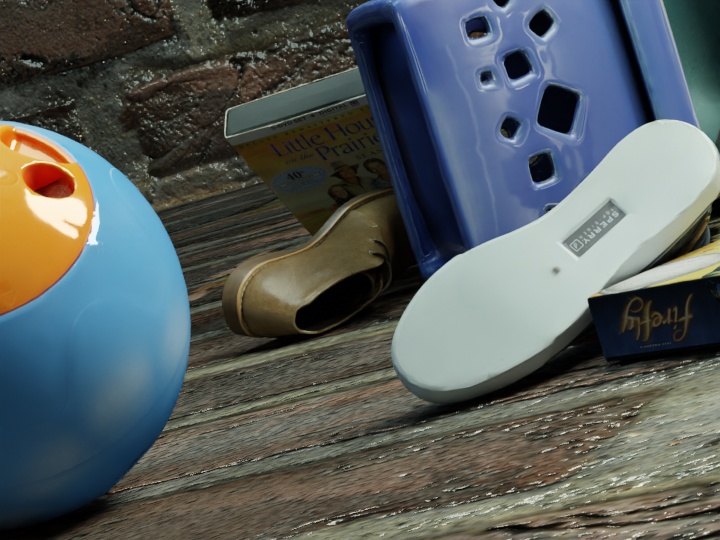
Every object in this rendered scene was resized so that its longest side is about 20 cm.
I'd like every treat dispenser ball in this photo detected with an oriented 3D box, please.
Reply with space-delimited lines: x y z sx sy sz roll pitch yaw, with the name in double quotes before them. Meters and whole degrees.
"treat dispenser ball" -0.183 0.027 1.310 0.200 0.202 0.201 -16 5 2

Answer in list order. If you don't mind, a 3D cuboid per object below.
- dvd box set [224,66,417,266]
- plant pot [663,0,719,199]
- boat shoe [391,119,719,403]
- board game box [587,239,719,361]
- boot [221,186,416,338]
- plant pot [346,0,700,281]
"dvd box set" 0.012 -0.071 1.943 0.146 0.029 0.200 -15 -38 22
"plant pot" 0.285 -0.140 1.799 0.134 0.201 0.200 6 1 -11
"boat shoe" 0.104 0.014 1.343 0.200 0.071 0.091 -37 -28 -14
"board game box" 0.224 -0.002 1.250 0.135 0.035 0.200 -21 7 -40
"boot" 0.000 0.000 1.830 0.075 0.074 0.200 9 28 40
"plant pot" 0.112 -0.105 1.753 0.179 0.201 0.200 -18 5 -9
